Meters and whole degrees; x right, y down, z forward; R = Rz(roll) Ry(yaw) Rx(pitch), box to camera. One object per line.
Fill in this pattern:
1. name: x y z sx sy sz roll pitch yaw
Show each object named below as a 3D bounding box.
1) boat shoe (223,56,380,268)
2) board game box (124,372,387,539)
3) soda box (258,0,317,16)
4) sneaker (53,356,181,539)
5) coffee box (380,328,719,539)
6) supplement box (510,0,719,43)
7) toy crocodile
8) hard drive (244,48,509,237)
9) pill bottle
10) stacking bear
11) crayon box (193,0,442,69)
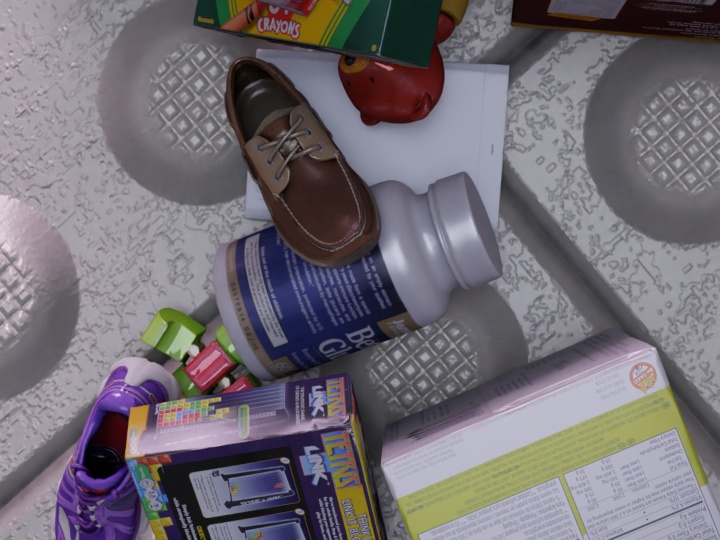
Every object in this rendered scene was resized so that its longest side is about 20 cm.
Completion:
1. boat shoe: -0.051 -0.080 0.999 0.075 0.072 0.201 -35 50 -1
2. board game box: -0.069 0.176 1.035 0.163 0.057 0.202 -10 128 2
3. soda box: -0.086 -0.265 0.961 0.070 0.063 0.201 -51 56 25
4. sneaker: -0.201 0.160 1.066 0.080 0.084 0.202 20 115 7
5. coffee box: 0.141 0.176 1.002 0.198 0.200 0.200 -23 90 3
6. supplement box: 0.212 -0.247 0.989 0.194 0.200 0.135 5 90 3
7. toy crocodile: -0.089 0.106 1.084 0.067 0.062 0.200 -42 89 3
8. hard drive: 0.013 -0.099 1.092 0.197 0.026 0.134 4 91 3
9. pill bottle: 0.000 0.000 1.038 0.198 0.111 0.112 -21 90 14
10. stacking bear: 0.031 -0.209 1.038 0.121 0.113 0.203 3 84 43
11. crayon box: -0.022 -0.243 0.983 0.199 0.058 0.175 17 98 43
